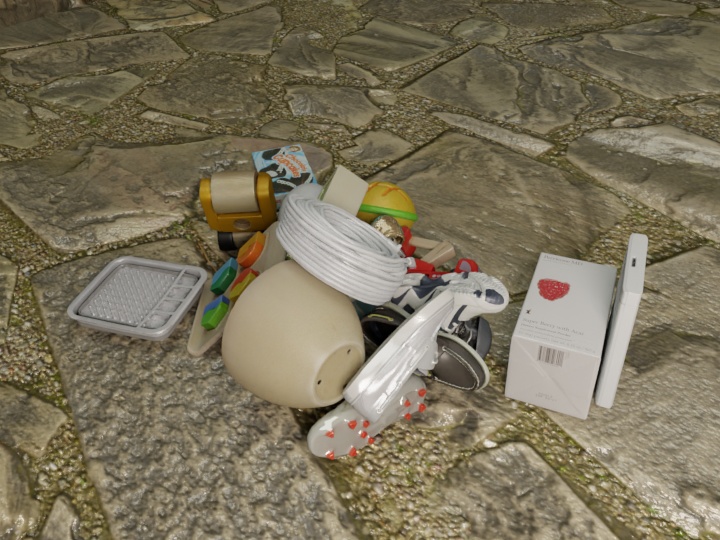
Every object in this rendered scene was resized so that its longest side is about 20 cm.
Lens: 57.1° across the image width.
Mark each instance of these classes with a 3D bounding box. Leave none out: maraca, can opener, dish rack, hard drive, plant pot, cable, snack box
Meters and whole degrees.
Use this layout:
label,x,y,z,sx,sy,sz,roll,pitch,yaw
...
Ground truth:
label,x,y,z,sx,sy,sz,roll,pitch,yaw
maraca,0.029,-0.110,1.234,0.134,0.110,0.199,12,3,-22
can opener,0.175,0.066,1.069,0.066,0.054,0.202,29,37,-12
dish rack,-0.370,0.051,1.117,0.195,0.044,0.173,9,41,15
hard drive,0.359,0.071,0.912,0.026,0.204,0.133,11,39,19
plant pot,-0.070,0.105,0.895,0.198,0.204,0.133,-30,43,-30
cable,-0.026,-0.032,0.929,0.198,0.070,0.200,35,15,9
snack box,-0.163,-0.204,1.428,0.113,0.038,0.202,-12,39,-12

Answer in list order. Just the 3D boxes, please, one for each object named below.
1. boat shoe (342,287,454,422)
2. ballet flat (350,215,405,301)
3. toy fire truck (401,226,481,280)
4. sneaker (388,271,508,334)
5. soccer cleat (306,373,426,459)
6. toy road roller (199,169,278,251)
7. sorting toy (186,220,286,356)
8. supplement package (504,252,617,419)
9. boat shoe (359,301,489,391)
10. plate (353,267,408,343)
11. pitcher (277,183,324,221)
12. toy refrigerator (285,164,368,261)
label,x,y,z,sx,sy,sz,roll,pitch,yaw
boat shoe,0.064,0.110,0.860,0.069,0.072,0.200,45,70,1
ballet flat,0.000,0.000,1.072,0.065,0.070,0.202,39,92,39
toy fire truck,0.114,-0.008,1.084,0.195,0.049,0.142,1,44,30
sneaker,0.132,0.077,0.968,0.195,0.133,0.079,-1,21,33
soccer cleat,0.004,0.191,0.901,0.197,0.071,0.077,-20,35,-31
toy road roller,-0.213,-0.136,1.219,0.119,0.202,0.149,-3,59,1
sorting toy,-0.201,0.021,1.067,0.198,0.036,0.187,-35,31,23
supplement package,0.293,0.087,0.962,0.118,0.122,0.201,12,40,20
boat shoe,0.084,0.115,0.926,0.198,0.073,0.060,29,30,28
plate,0.054,0.049,1.105,0.194,0.026,0.202,-2,38,1
pitcher,-0.066,-0.058,1.181,0.166,0.123,0.203,1,48,-4
toy refrigerator,-0.058,-0.071,1.078,0.069,0.076,0.203,30,54,-12
